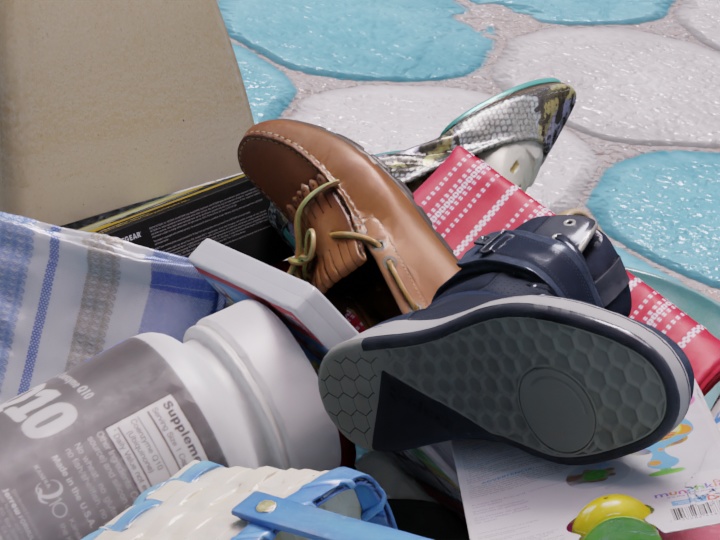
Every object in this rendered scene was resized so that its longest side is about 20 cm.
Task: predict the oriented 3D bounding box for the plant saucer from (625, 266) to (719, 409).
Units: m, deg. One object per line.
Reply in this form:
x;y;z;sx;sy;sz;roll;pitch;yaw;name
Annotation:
0.135;0.054;1.561;0.199;0.036;0.200;5;28;-3;plant saucer

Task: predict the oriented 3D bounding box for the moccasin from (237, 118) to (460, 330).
0.000;0.001;1.373;0.078;0.074;0.202;-30;69;-25;moccasin

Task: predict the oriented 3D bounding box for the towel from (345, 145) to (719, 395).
0.078;0.036;1.394;0.200;0.023;0.145;38;72;23;towel

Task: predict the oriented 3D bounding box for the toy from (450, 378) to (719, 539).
0.102;0.097;1.158;0.115;0.047;0.200;-11;13;1;toy

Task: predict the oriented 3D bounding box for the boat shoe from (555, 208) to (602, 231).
0.128;0.058;1.426;0.073;0.069;0.201;-2;60;-38;boat shoe

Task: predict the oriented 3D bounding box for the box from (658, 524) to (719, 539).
0.141;0.173;1.223;0.108;0.128;0.200;15;26;15;box

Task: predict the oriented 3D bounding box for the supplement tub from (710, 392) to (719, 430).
0.241;0.099;1.387;0.131;0.133;0.200;15;24;13;supplement tub

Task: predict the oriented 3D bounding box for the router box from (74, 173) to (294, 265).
-0.119;-0.009;1.512;0.157;0.052;0.200;-14;6;42;router box

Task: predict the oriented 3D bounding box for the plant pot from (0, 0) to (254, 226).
-0.201;-0.141;1.646;0.199;0.178;0.200;12;23;43;plant pot

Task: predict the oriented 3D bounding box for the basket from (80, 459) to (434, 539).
-0.020;0.168;1.136;0.199;0.177;0.139;20;39;38;basket

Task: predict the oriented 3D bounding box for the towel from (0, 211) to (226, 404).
-0.176;0.045;1.377;0.199;0.148;0.024;13;0;7;towel

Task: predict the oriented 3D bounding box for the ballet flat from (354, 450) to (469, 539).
-0.017;0.121;1.332;0.199;0.068;0.069;7;66;-3;ballet flat

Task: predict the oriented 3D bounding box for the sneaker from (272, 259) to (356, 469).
-0.039;0.055;1.454;0.077;0.085;0.200;3;26;-8;sneaker

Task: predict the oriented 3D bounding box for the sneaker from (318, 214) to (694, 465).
0.096;0.025;1.187;0.146;0.077;0.202;-28;18;-39;sneaker

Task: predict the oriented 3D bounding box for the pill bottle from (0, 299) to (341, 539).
-0.116;0.099;1.249;0.199;0.114;0.114;-28;39;-20;pill bottle

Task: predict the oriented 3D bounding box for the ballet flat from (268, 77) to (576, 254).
0.047;-0.044;1.489;0.200;0.072;0.072;-22;37;-22;ballet flat

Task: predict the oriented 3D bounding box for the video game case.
0.007;0.067;1.327;0.017;0.200;0.143;-47;24;-10;video game case
